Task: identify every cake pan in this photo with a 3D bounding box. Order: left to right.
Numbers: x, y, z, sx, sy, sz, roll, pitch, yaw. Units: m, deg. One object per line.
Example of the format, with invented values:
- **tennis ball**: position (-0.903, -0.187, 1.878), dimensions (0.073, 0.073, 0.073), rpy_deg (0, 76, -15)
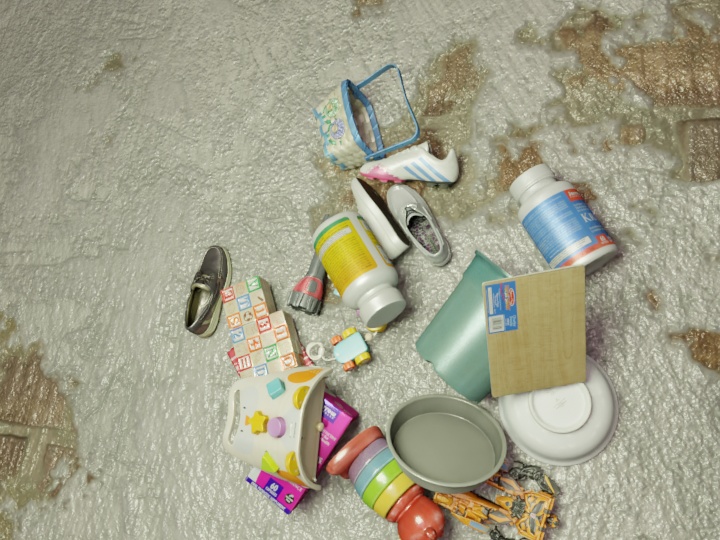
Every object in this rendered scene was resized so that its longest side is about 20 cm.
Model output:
- **cake pan**: position (0.140, 0.287, 0.928), dimensions (0.199, 0.200, 0.037), rpy_deg (14, 123, 19)

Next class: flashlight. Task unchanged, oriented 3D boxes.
- **flashlight**: position (-0.086, -0.012, 1.130), dimensions (0.067, 0.068, 0.202), rpy_deg (10, 73, 28)

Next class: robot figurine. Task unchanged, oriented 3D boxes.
- **robot figurine**: position (0.229, 0.379, 0.926), dimensions (0.198, 0.058, 0.146), rpy_deg (17, 81, 21)

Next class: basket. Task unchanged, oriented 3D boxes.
- **basket**: position (0.012, -0.303, 1.137), dimensions (0.199, 0.139, 0.178), rpy_deg (-23, 70, 18)

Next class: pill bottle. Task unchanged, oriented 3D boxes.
- **pill bottle**: position (0.000, 0.000, 1.020), dimensions (0.112, 0.113, 0.201), rpy_deg (-34, 65, 5)
- **pill bottle**: position (0.352, -0.087, 0.991), dimensions (0.112, 0.112, 0.201), rpy_deg (-30, 70, 6)

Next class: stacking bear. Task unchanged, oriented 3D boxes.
- **stacking bear**: position (0.056, 0.373, 0.936), dimensions (0.114, 0.122, 0.200), rpy_deg (-45, 61, -6)

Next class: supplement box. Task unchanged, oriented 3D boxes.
- **supplement box**: position (-0.102, 0.317, 1.012), dimensions (0.101, 0.103, 0.201), rpy_deg (33, 85, 11)

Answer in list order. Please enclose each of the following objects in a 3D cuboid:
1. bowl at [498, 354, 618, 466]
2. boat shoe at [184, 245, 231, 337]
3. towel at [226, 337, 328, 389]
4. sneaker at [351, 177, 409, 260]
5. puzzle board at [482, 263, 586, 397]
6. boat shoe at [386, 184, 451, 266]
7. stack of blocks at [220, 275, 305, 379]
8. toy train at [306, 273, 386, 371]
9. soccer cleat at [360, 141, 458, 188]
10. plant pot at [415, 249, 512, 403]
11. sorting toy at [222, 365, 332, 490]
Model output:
- **bowl**: position (0.329, 0.220, 0.925), dimensions (0.199, 0.090, 0.203), rpy_deg (-4, 74, 15)
- **boat shoe**: position (-0.327, 0.039, 1.182), dimensions (0.071, 0.065, 0.202), rpy_deg (6, 76, 19)
- **towel**: position (-0.166, 0.201, 1.113), dimensions (0.144, 0.022, 0.201), rpy_deg (-36, 70, 2)
- **sneaker**: position (0.016, -0.099, 1.116), dimensions (0.085, 0.073, 0.201), rpy_deg (-42, 57, 22)
- **puzzle board**: position (0.265, 0.094, 0.846), dimensions (0.149, 0.017, 0.202), rpy_deg (-10, 112, 2)
- **boat shoe**: position (0.107, -0.097, 1.088), dimensions (0.072, 0.069, 0.201), rpy_deg (-28, 67, 9)
- **stack of blocks**: position (-0.193, 0.116, 1.100), dimensions (0.114, 0.059, 0.202), rpy_deg (-21, 71, 6)
- **toy train**: position (-0.018, 0.095, 1.084), dimensions (0.149, 0.056, 0.201), rpy_deg (18, 78, 21)
- **soccer cleat**: position (0.099, -0.216, 1.116), dimensions (0.198, 0.070, 0.087), rpy_deg (7, 106, 11)
- **plant pot**: position (0.208, 0.103, 0.948), dimensions (0.200, 0.200, 0.196), rpy_deg (44, 98, 22)
- **sorting toy**: position (-0.154, 0.257, 0.942), dimensions (0.178, 0.107, 0.202), rpy_deg (0, 80, 27)
